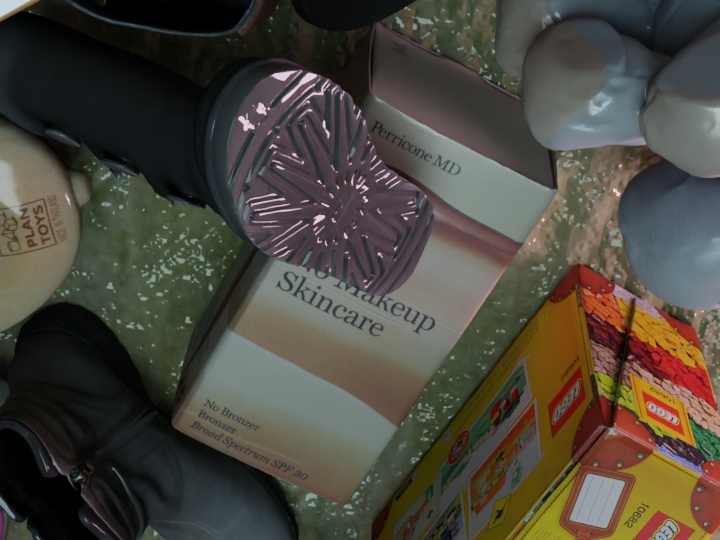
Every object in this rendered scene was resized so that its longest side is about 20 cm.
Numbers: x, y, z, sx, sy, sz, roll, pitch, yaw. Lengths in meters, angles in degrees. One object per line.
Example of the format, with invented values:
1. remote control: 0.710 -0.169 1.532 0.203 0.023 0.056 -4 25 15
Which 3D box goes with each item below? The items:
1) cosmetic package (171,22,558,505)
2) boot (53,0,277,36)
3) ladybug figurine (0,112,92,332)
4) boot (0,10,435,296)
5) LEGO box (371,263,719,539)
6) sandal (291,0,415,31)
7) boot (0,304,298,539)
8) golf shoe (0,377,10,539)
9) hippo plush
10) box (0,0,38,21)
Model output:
1. cosmetic package: 0.000 0.000 0.841 0.103 0.087 0.200 25 117 -11
2. boot: -0.121 -0.155 0.743 0.199 0.097 0.075 22 103 -13
3. ladybug figurine: -0.221 -0.027 0.838 0.199 0.072 0.136 -6 120 6
4. boot: -0.083 -0.067 0.723 0.066 0.200 0.165 -56 150 -7
5. LEGO box: 0.087 0.120 0.872 0.077 0.149 0.200 29 117 -14
6. sandal: 0.057 -0.161 0.723 0.199 0.045 0.075 -31 129 -14
7. boot: -0.113 0.121 0.886 0.070 0.132 0.200 -40 112 20
8. golf shoe: -0.223 0.150 0.929 0.075 0.092 0.201 14 120 -9
9. hippo plush: 0.154 -0.078 0.788 0.200 0.159 0.161 -43 141 -22
10. box: -0.145 -0.159 0.668 0.199 0.042 0.119 -27 116 5
